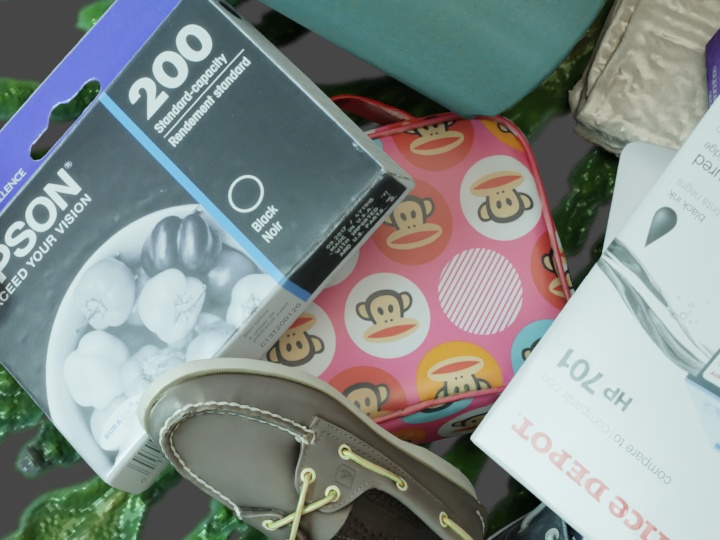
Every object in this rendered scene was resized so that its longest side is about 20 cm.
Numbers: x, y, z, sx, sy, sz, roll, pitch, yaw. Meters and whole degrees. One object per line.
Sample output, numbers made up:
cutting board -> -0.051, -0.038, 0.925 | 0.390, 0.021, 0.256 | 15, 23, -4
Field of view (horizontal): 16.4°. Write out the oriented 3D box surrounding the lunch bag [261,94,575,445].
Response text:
lunch bag -> 0.000, 0.000, 1.239 | 0.198, 0.082, 0.178 | -12, 76, -9

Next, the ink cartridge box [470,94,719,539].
ink cartridge box -> 0.170, 0.044, 1.135 | 0.146, 0.086, 0.201 | 39, 98, 20

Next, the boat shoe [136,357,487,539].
boat shoe -> -0.016, 0.103, 1.157 | 0.199, 0.072, 0.060 | 30, 25, -35

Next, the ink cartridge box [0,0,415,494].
ink cartridge box -> -0.107, -0.033, 1.193 | 0.198, 0.043, 0.200 | -48, 62, 5

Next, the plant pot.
plant pot -> 0.018, -0.184, 1.189 | 0.195, 0.200, 0.201 | 34, 73, -18

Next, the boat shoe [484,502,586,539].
boat shoe -> 0.105, 0.142, 1.219 | 0.199, 0.068, 0.072 | -34, 81, -14

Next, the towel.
towel -> 0.217, -0.092, 1.314 | 0.199, 0.034, 0.133 | 26, 75, 0

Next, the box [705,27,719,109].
box -> 0.278, -0.053, 1.274 | 0.198, 0.039, 0.138 | 2, 76, -7

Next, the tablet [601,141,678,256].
tablet -> 0.214, 0.017, 1.222 | 0.198, 0.014, 0.131 | 13, 75, -2
